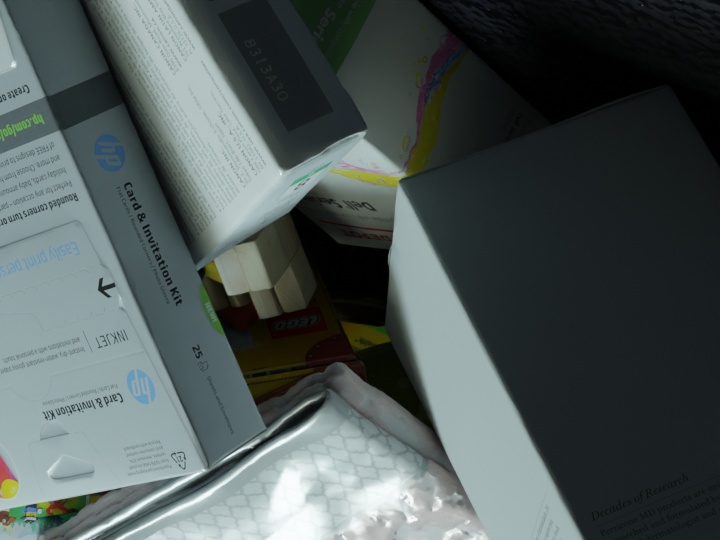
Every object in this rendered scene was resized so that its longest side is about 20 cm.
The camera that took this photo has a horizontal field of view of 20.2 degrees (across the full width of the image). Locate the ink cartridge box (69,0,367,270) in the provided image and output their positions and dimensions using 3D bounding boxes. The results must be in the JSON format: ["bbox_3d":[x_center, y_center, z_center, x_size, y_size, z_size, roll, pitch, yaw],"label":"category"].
[{"bbox_3d":[-0.092,-0.075,0.796,0.161,0.050,0.200,58,149,5],"label":"ink cartridge box"}]

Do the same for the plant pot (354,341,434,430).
[{"bbox_3d":[0.039,0.161,1.020,0.200,0.200,0.184,13,129,44],"label":"plant pot"}]

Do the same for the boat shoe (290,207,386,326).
[{"bbox_3d":[0.000,0.000,1.080,0.200,0.072,0.068,11,157,40],"label":"boat shoe"}]

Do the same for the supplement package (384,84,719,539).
[{"bbox_3d":[0.103,0.054,0.766,0.121,0.120,0.200,93,153,-61],"label":"supplement package"}]

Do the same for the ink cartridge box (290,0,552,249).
[{"bbox_3d":[0.002,-0.064,0.867,0.200,0.067,0.117,38,161,-34],"label":"ink cartridge box"}]

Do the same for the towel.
[{"bbox_3d":[-0.016,0.141,0.881,0.200,0.032,0.191,-32,120,31],"label":"towel"}]

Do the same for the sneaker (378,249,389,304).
[{"bbox_3d":[0.095,0.039,0.927,0.200,0.116,0.076,14,122,10],"label":"sneaker"}]

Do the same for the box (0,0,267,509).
[{"bbox_3d":[-0.137,-0.008,0.801,0.156,0.041,0.200,-16,100,44],"label":"box"}]

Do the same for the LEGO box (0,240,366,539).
[{"bbox_3d":[-0.105,0.060,0.966,0.200,0.077,0.149,-9,-156,-7],"label":"LEGO box"}]

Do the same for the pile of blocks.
[{"bbox_3d":[-0.082,-0.003,0.942,0.200,0.082,0.062,30,144,65],"label":"pile of blocks"}]

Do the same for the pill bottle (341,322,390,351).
[{"bbox_3d":[-0.017,0.107,1.223,0.111,0.200,0.111,25,165,7],"label":"pill bottle"}]
